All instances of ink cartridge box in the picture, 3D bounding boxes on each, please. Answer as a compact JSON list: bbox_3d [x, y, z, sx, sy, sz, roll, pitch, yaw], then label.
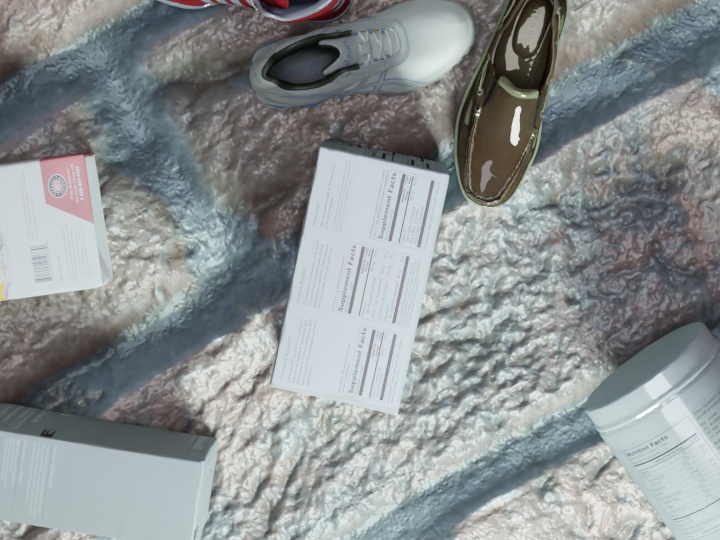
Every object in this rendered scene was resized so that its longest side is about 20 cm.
[{"bbox_3d":[-0.324,-0.032,1.654,0.199,0.068,0.117,-7,95,1],"label":"ink cartridge box"}]

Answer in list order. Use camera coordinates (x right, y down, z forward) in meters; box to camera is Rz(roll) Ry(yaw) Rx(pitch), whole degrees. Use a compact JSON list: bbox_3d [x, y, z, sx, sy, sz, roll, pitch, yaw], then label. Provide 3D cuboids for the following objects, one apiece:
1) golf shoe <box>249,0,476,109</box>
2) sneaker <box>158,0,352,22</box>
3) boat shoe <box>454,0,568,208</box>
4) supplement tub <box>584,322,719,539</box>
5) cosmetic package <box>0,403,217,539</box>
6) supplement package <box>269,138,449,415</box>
[{"bbox_3d":[0.004,-0.180,1.613,0.199,0.097,0.079,-17,93,2],"label":"golf shoe"},{"bbox_3d":[-0.106,-0.249,1.601,0.199,0.112,0.072,8,96,1],"label":"sneaker"},{"bbox_3d":[0.125,-0.151,1.622,0.074,0.075,0.203,12,96,1],"label":"boat shoe"},{"bbox_3d":[0.298,0.160,1.621,0.132,0.132,0.200,-36,93,5],"label":"supplement tub"},{"bbox_3d":[-0.229,0.178,1.654,0.199,0.107,0.091,6,97,0],"label":"cosmetic package"},{"bbox_3d":[0.000,0.000,1.602,0.110,0.156,0.201,13,96,0],"label":"supplement package"}]
